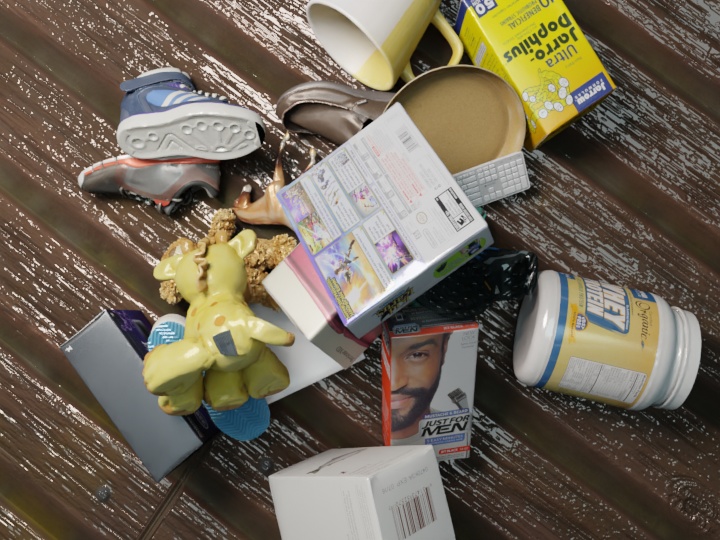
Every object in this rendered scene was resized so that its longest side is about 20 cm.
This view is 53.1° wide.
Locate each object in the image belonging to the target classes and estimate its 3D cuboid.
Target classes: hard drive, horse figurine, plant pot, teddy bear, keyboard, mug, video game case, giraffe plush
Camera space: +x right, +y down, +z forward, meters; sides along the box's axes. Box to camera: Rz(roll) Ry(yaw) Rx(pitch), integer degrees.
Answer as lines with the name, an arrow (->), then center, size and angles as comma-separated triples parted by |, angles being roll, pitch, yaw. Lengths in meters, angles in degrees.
hard drive -> -0.107, 0.098, 0.974 | 0.196, 0.027, 0.135 | -25, 86, 2
horse figurine -> -0.068, -0.088, 0.969 | 0.197, 0.050, 0.135 | 31, 88, 3
plant pot -> 0.113, -0.173, 0.925 | 0.194, 0.028, 0.204 | -4, 130, -5
teddy bear -> -0.176, -0.005, 0.947 | 0.195, 0.067, 0.149 | 21, 88, 12
keyboard -> 0.126, -0.100, 0.957 | 0.195, 0.011, 0.057 | -19, 119, 9
mug -> 0.039, -0.335, 0.949 | 0.148, 0.187, 0.154 | 29, 77, 44
video game case -> 0.021, -0.059, 0.797 | 0.179, 0.046, 0.202 | -34, 58, 5
giraffe plush -> -0.167, 0.048, 0.821 | 0.168, 0.202, 0.165 | -4, 57, -21

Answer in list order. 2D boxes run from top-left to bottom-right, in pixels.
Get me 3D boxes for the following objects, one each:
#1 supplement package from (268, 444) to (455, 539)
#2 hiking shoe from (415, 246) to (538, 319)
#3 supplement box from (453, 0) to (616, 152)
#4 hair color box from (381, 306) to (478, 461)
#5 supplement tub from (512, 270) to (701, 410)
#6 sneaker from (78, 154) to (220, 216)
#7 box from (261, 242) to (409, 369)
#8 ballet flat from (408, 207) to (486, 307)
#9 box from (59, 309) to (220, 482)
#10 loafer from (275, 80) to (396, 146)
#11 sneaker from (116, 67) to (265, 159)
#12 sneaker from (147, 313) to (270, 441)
supplement package -> -0.003, 0.286, 0.866 | 0.115, 0.198, 0.121 | -12, 86, -43
hiking shoe -> 0.123, 0.011, 0.857 | 0.196, 0.086, 0.077 | -3, 100, -38
supplement box -> 0.221, -0.277, 0.937 | 0.107, 0.110, 0.203 | -32, 87, 0
hair color box -> 0.083, 0.144, 0.892 | 0.108, 0.064, 0.205 | -6, 119, -7
supplement tub -> 0.302, 0.090, 0.901 | 0.194, 0.145, 0.149 | 12, 88, 2
sneaker -> -0.281, -0.113, 0.968 | 0.194, 0.077, 0.084 | -8, 94, 2
box -> 0.000, 0.000, 0.882 | 0.200, 0.128, 0.109 | -45, 60, -1
ballet flat -> 0.093, -0.006, 0.952 | 0.069, 0.067, 0.203 | 28, 88, 9
box -> -0.272, 0.152, 0.921 | 0.078, 0.141, 0.202 | -38, 87, 1
loafer -> -0.017, -0.198, 0.950 | 0.194, 0.074, 0.073 | 3, 62, 2
sneaker -> -0.216, -0.220, 0.942 | 0.194, 0.082, 0.149 | -4, 51, 4
sneaker -> -0.188, 0.133, 0.929 | 0.076, 0.081, 0.201 | -39, 106, -2
